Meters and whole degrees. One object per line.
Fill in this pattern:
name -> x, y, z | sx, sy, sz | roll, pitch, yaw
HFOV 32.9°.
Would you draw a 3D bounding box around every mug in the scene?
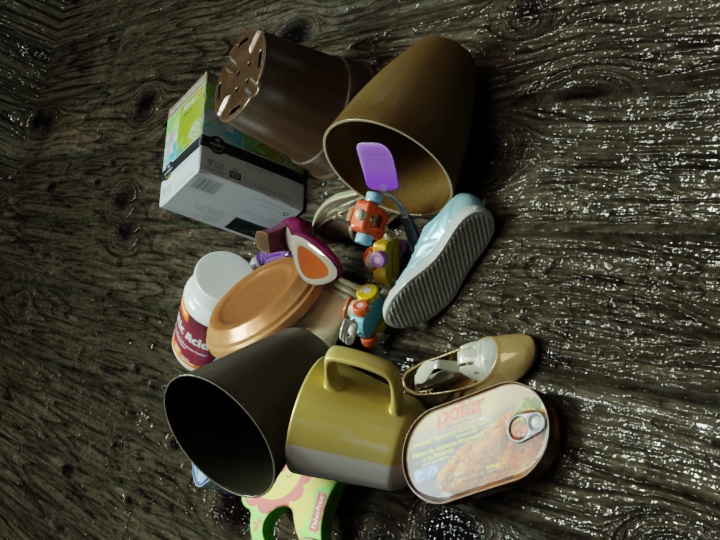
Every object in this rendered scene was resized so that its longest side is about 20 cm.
mug -> 0.002, 0.192, 1.478 | 0.152, 0.187, 0.151 | 16, 75, 16

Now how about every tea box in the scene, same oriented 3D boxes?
tea box -> -0.206, -0.182, 1.998 | 0.133, 0.199, 0.198 | -35, 47, 44

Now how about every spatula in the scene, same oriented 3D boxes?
spatula -> 0.050, -0.079, 1.578 | 0.056, 0.201, 0.021 | 4, 45, 41

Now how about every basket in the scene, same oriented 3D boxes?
basket -> -0.123, 0.166, 1.558 | 0.180, 0.200, 0.136 | 46, 128, 6

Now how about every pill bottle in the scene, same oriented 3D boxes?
pill bottle -> -0.229, 0.067, 1.922 | 0.201, 0.113, 0.115 | 113, 157, -50

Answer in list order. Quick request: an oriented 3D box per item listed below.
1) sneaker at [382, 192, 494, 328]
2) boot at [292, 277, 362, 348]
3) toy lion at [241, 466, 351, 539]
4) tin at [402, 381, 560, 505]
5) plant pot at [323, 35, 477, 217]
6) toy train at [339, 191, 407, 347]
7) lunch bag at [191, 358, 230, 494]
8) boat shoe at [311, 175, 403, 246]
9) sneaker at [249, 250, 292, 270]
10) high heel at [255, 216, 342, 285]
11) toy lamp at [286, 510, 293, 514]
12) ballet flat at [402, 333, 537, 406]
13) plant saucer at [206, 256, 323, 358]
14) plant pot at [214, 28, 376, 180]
sneaker -> 0.096, -0.014, 1.568 | 0.200, 0.074, 0.082 | -49, 29, 17
boot -> -0.092, 0.076, 1.740 | 0.199, 0.073, 0.156 | -2, 45, 45
toy lion -> -0.094, 0.291, 1.626 | 0.190, 0.069, 0.202 | 6, 76, 35
tin -> 0.135, 0.196, 1.371 | 0.199, 0.042, 0.113 | -24, 65, 33
plant pot -> 0.076, -0.208, 1.613 | 0.186, 0.186, 0.201 | -13, 42, 54
toy train -> 0.000, 0.000, 1.629 | 0.055, 0.150, 0.202 | 11, 86, 28
lunch bag -> -0.200, 0.230, 1.876 | 0.161, 0.082, 0.201 | -45, 40, 34
boat shoe -> -0.007, -0.073, 1.739 | 0.202, 0.074, 0.075 | -33, 34, 45
sneaker -> -0.114, -0.002, 1.877 | 0.084, 0.080, 0.200 | -57, 33, 10
high heel -> -0.059, -0.036, 1.692 | 0.199, 0.095, 0.068 | 30, 128, 49
toy lamp -> -0.070, 0.238, 1.692 | 0.058, 0.058, 0.202 | -5, 70, 56
ballet flat -> 0.124, 0.119, 1.449 | 0.199, 0.063, 0.069 | -31, 48, 46
plant saucer -> -0.141, 0.045, 1.733 | 0.199, 0.038, 0.201 | -29, 23, 14
plant pot -> -0.106, -0.268, 1.893 | 0.200, 0.197, 0.202 | -34, 46, 44
